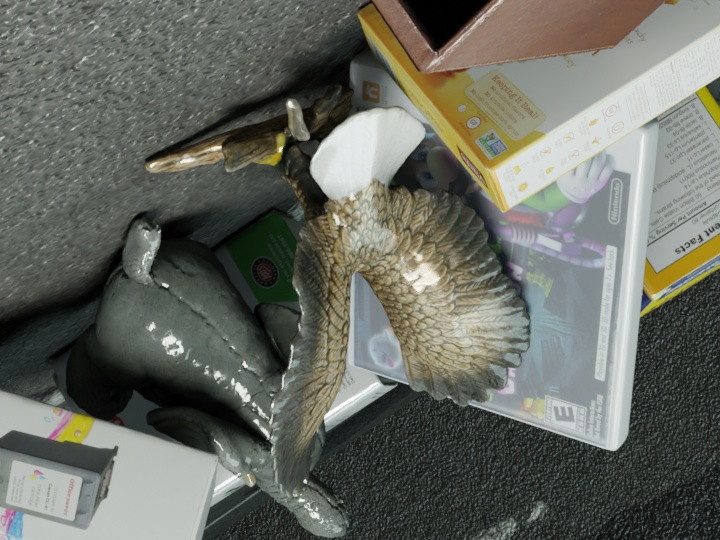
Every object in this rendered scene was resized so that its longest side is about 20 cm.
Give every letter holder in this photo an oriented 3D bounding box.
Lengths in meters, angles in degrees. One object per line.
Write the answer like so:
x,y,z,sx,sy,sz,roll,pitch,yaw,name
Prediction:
0.091,-0.169,0.725,0.142,0.101,0.200,-39,169,29,letter holder

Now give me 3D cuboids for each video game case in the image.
0.073,-0.011,0.985,0.023,0.181,0.202,-38,137,-49,video game case

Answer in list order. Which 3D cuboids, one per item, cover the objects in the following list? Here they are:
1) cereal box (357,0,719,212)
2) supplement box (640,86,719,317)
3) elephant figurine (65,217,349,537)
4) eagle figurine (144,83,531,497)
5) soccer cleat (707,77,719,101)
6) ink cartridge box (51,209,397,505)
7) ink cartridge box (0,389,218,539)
0.116,-0.133,0.882,0.199,0.144,0.040,-33,139,-5,cereal box
0.179,-0.082,1.176,0.108,0.201,0.110,-31,171,-5,supplement box
-0.072,0.074,1.091,0.142,0.200,0.155,-54,171,16,elephant figurine
-0.002,0.004,0.951,0.151,0.202,0.151,-21,180,21,eagle figurine
0.220,-0.190,1.203,0.069,0.087,0.201,-20,147,-1,soccer cleat
-0.097,0.074,1.244,0.199,0.147,0.084,-33,173,6,ink cartridge box
-0.190,0.129,1.041,0.148,0.198,0.086,112,-6,-75,ink cartridge box
